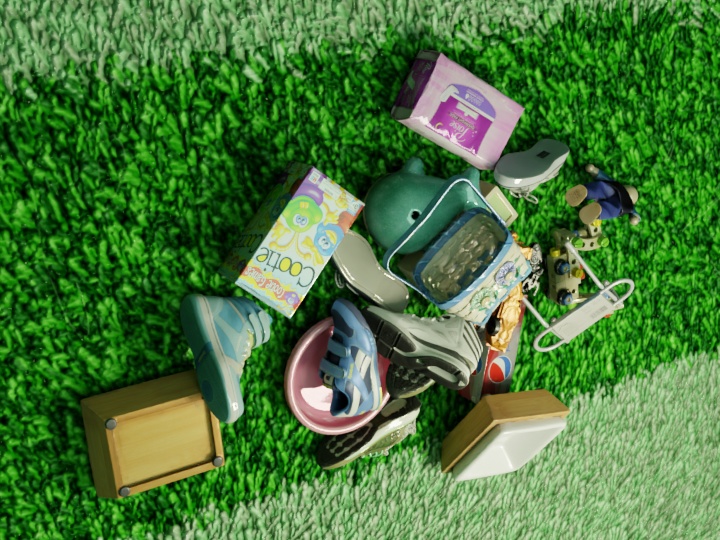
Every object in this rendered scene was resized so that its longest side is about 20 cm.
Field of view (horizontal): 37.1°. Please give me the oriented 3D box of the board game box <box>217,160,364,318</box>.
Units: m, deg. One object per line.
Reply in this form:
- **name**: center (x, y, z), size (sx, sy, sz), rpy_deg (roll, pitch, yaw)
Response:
- **board game box**: center (-0.104, -0.048, 1.574), size (0.103, 0.105, 0.200), rpy_deg (35, 85, -24)

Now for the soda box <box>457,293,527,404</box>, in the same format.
- **soda box**: center (0.227, 0.128, 1.850), size (0.070, 0.063, 0.200), rpy_deg (2, 103, -33)

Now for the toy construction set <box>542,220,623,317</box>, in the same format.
- **toy construction set**: center (0.392, -0.005, 1.899), size (0.131, 0.092, 0.200), rpy_deg (-22, 104, -24)

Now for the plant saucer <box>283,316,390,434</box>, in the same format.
- **plant saucer**: center (-0.036, 0.161, 1.714), size (0.200, 0.051, 0.201), rpy_deg (-10, 110, -28)

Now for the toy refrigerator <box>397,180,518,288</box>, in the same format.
- **toy refrigerator**: center (0.161, -0.049, 1.756), size (0.200, 0.070, 0.076), rpy_deg (-47, 122, -10)

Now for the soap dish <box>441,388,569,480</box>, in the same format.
- **soap dish**: center (0.240, 0.279, 1.835), size (0.157, 0.081, 0.200), rpy_deg (-3, 147, -29)

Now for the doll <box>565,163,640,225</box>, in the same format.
- **doll**: center (0.432, -0.130, 1.871), size (0.200, 0.136, 0.048), rpy_deg (-10, 150, -50)

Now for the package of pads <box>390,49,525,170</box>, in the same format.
- **package of pads**: center (0.154, -0.249, 1.688), size (0.200, 0.076, 0.121), rpy_deg (25, 91, -33)

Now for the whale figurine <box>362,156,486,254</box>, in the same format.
- **whale figurine**: center (0.105, -0.100, 1.667), size (0.200, 0.104, 0.159), rpy_deg (-16, 100, -11)

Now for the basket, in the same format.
- **basket**: center (0.150, -0.026, 1.599), size (0.200, 0.139, 0.176), rpy_deg (37, 97, -30)

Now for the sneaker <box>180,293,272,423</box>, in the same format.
- **sneaker**: center (-0.174, 0.119, 1.559), size (0.131, 0.080, 0.200), rpy_deg (-5, 67, -35)

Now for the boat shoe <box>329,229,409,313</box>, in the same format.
- **boat shoe**: center (0.000, 0.000, 1.677), size (0.200, 0.062, 0.075), rpy_deg (39, 69, -39)

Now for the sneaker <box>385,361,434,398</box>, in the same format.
- **sneaker**: center (0.100, 0.171, 1.742), size (0.200, 0.077, 0.089), rpy_deg (-35, 142, -53)

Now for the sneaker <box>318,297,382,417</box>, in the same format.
- **sneaker**: center (-0.022, 0.139, 1.644), size (0.082, 0.074, 0.200), rpy_deg (-19, 112, -22)

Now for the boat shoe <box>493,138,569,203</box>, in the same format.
- **boat shoe**: center (0.274, -0.153, 1.770), size (0.202, 0.075, 0.086), rpy_deg (-33, 146, -50)

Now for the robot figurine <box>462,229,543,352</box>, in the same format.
- **robot figurine**: center (0.213, 0.028, 1.734), size (0.145, 0.058, 0.200), rpy_deg (12, 102, -22)

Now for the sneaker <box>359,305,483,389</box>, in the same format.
- **sneaker**: center (0.099, 0.095, 1.678), size (0.115, 0.200, 0.076), rpy_deg (-52, 168, -40)

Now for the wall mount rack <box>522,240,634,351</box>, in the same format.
- **wall mount rack**: center (0.349, 0.044, 1.801), size (0.200, 0.075, 0.174), rpy_deg (-38, 139, 16)

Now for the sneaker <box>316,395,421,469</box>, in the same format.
- **sneaker**: center (0.022, 0.286, 1.777), size (0.200, 0.077, 0.089), rpy_deg (-28, 125, -18)

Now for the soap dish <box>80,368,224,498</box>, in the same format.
- **soap dish**: center (-0.295, 0.239, 1.567), size (0.200, 0.081, 0.157), rpy_deg (-14, 111, -25)
